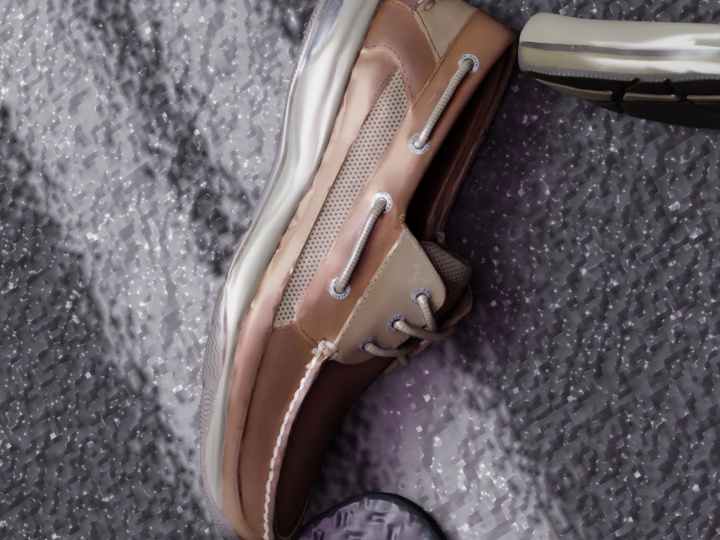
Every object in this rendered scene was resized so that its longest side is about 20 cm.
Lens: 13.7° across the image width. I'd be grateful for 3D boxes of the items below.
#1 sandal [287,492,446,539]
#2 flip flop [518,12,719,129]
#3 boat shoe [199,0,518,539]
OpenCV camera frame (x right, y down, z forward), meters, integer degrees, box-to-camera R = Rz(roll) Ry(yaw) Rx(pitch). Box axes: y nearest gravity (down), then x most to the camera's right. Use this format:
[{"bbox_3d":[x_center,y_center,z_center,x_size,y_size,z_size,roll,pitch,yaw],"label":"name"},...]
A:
[{"bbox_3d":[-0.053,0.147,1.038,0.199,0.045,0.075,-32,84,4],"label":"sandal"},{"bbox_3d":[0.146,-0.072,0.943,0.199,0.081,0.058,8,78,27],"label":"flip flop"},{"bbox_3d":[0.000,0.000,0.994,0.071,0.076,0.201,17,95,14],"label":"boat shoe"}]
